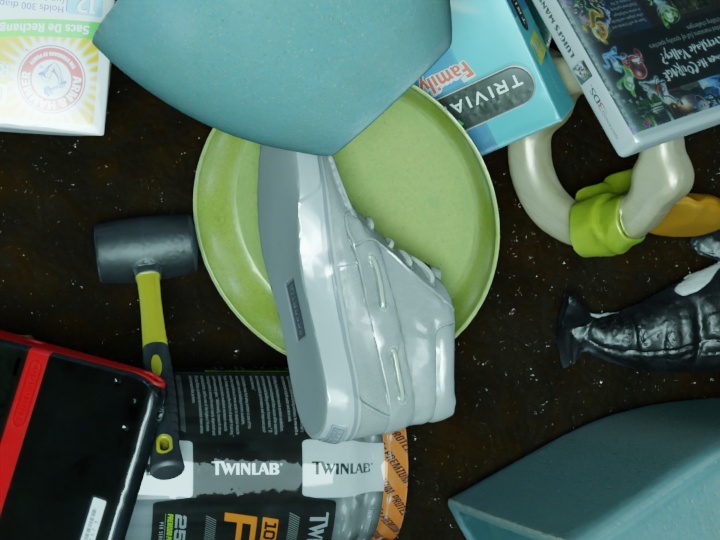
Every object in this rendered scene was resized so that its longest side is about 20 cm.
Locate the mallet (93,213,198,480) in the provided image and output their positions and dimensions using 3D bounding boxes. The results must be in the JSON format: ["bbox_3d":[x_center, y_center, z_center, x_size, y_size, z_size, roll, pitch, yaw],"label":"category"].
[{"bbox_3d":[-0.112,0.039,0.940,0.066,0.200,0.041,-12,136,-11],"label":"mallet"}]

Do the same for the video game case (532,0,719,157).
[{"bbox_3d":[0.186,-0.173,0.988,0.199,0.023,0.182,-19,77,-39],"label":"video game case"}]

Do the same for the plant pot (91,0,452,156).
[{"bbox_3d":[-0.028,-0.143,0.864,0.200,0.200,0.135,-43,96,-6],"label":"plant pot"}]

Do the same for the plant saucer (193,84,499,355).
[{"bbox_3d":[-0.007,-0.034,0.986,0.199,0.031,0.201,6,110,18],"label":"plant saucer"}]

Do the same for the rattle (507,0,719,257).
[{"bbox_3d":[0.159,-0.113,1.044,0.142,0.130,0.200,-19,64,-32],"label":"rattle"}]

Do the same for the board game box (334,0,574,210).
[{"bbox_3d":[0.020,-0.157,0.976,0.150,0.047,0.201,-23,100,23],"label":"board game box"}]

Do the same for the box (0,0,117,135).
[{"bbox_3d":[-0.245,-0.141,0.928,0.199,0.101,0.113,4,94,-12],"label":"box"}]

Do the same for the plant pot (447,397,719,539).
[{"bbox_3d":[0.213,0.184,1.015,0.200,0.196,0.197,-33,101,-16],"label":"plant pot"}]

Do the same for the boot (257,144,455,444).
[{"bbox_3d":[0.000,0.000,0.946,0.095,0.074,0.201,-5,80,-25],"label":"boot"}]

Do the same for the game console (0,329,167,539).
[{"bbox_3d":[-0.205,0.138,0.897,0.176,0.031,0.201,13,83,26],"label":"game console"}]

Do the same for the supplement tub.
[{"bbox_3d":[-0.077,0.120,0.976,0.199,0.123,0.123,1,94,-12],"label":"supplement tub"}]

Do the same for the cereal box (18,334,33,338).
[{"bbox_3d":[-0.300,0.112,0.969,0.199,0.040,0.145,1,95,-12],"label":"cereal box"}]

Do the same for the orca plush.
[{"bbox_3d":[0.235,0.027,1.062,0.199,0.071,0.106,4,94,-13],"label":"orca plush"}]
